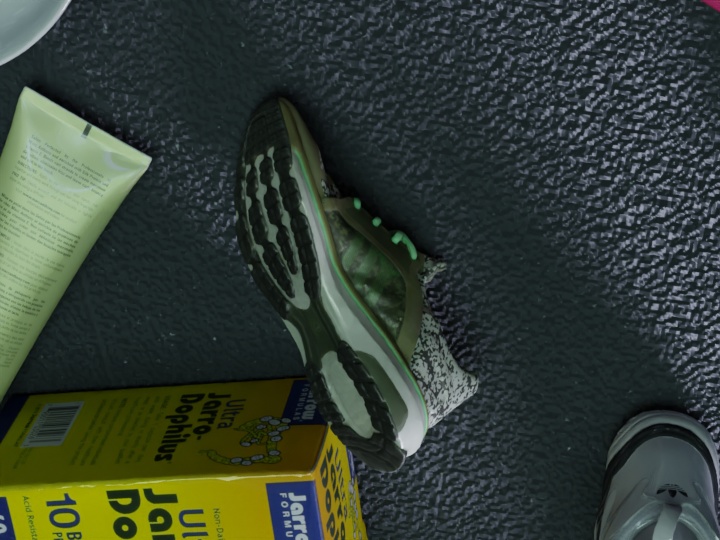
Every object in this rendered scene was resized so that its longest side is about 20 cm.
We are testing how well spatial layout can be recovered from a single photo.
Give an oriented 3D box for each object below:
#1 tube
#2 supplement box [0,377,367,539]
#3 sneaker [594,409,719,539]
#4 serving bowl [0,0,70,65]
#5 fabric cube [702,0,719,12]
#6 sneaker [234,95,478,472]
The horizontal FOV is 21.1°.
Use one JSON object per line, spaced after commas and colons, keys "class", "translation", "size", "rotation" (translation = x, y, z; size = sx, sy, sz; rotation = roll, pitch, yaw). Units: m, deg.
{"class": "tube", "translation": [-0.188, 0.003, 1.048], "size": [0.058, 0.052, 0.201], "rotation": [8, 120, -42]}
{"class": "supplement box", "translation": [-0.105, 0.135, 1.057], "size": [0.198, 0.110, 0.110], "rotation": [-5, 114, 10]}
{"class": "sneaker", "translation": [0.154, 0.186, 1.038], "size": [0.074, 0.115, 0.202], "rotation": [6, 115, 6]}
{"class": "serving bowl", "translation": [-0.218, -0.199, 0.948], "size": [0.198, 0.066, 0.202], "rotation": [3, 115, 6]}
{"class": "fabric cube", "translation": [0.212, -0.207, 0.808], "size": [0.198, 0.197, 0.201], "rotation": [30, 115, -5]}
{"class": "sneaker", "translation": [0.000, 0.000, 1.013], "size": [0.077, 0.088, 0.202], "rotation": [-20, 94, 56]}
